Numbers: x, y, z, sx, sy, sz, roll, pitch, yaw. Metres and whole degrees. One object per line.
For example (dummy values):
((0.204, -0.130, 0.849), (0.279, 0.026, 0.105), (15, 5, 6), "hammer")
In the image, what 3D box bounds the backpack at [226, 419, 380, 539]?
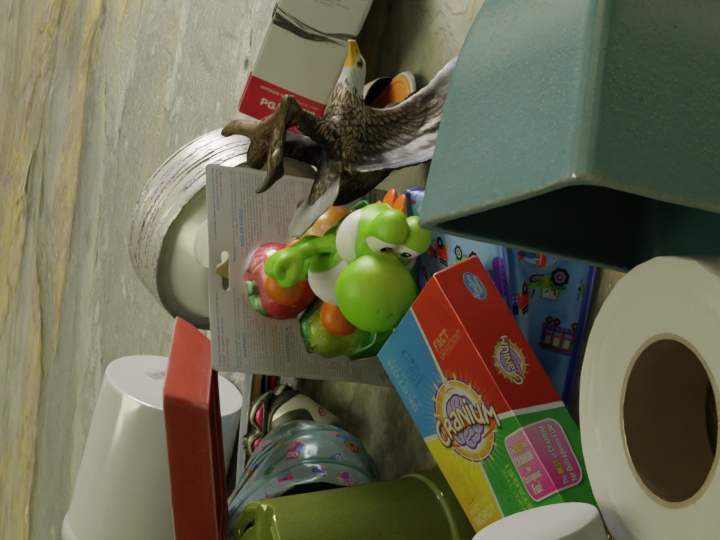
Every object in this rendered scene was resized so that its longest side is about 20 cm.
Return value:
((-0.060, 0.238, 1.482), (0.201, 0.166, 0.127), (-62, 28, 27), "backpack")

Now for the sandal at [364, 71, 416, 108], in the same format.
((-0.010, -0.123, 1.543), (0.206, 0.059, 0.080), (-33, 56, 58), "sandal")

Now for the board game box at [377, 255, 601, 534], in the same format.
((0.095, 0.111, 1.194), (0.201, 0.040, 0.153), (60, 154, 16), "board game box")

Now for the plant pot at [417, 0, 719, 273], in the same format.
((0.171, -0.119, 1.032), (0.195, 0.195, 0.202), (-16, 66, 63), "plant pot")

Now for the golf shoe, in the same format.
((-0.062, 0.209, 1.571), (0.088, 0.077, 0.202), (16, 123, 29), "golf shoe")

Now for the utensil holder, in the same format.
((-0.226, 0.217, 1.812), (0.170, 0.169, 0.202), (45, 123, 58), "utensil holder")

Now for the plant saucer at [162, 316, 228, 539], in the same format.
((-0.135, 0.161, 1.370), (0.200, 0.036, 0.202), (-98, 5, -74), "plant saucer")

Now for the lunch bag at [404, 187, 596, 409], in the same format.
((0.107, 0.045, 1.263), (0.150, 0.093, 0.202), (28, 122, 59), "lunch bag")

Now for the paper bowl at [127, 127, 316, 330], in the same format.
((-0.116, -0.030, 1.589), (0.104, 0.199, 0.202), (43, 125, 39), "paper bowl")

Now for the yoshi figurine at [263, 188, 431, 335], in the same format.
((-0.009, 0.011, 1.290), (0.113, 0.112, 0.200), (67, 155, 3), "yoshi figurine")

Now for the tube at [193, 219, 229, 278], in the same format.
((-0.073, -0.001, 1.518), (0.052, 0.199, 0.058), (32, 97, 38), "tube")

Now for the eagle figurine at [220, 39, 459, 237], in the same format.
((0.009, -0.115, 1.355), (0.152, 0.198, 0.152), (55, 134, 47), "eagle figurine")

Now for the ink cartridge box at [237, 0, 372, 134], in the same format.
((-0.035, -0.248, 1.536), (0.146, 0.083, 0.201), (-74, 8, -53), "ink cartridge box")

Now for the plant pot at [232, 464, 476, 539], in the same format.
((-0.002, 0.246, 1.311), (0.200, 0.188, 0.202), (-22, 66, 61), "plant pot")

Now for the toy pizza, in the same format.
((-0.101, 0.149, 1.659), (0.200, 0.031, 0.202), (-175, 90, -89), "toy pizza")

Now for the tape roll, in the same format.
((0.216, 0.090, 1.006), (0.202, 0.070, 0.205), (180, 90, -65), "tape roll")

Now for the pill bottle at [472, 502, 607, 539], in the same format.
((0.136, 0.257, 1.042), (0.112, 0.112, 0.202), (-5, 102, 64), "pill bottle")

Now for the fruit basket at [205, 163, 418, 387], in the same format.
((-0.047, 0.008, 1.438), (0.094, 0.198, 0.187), (-34, 56, 58), "fruit basket")
